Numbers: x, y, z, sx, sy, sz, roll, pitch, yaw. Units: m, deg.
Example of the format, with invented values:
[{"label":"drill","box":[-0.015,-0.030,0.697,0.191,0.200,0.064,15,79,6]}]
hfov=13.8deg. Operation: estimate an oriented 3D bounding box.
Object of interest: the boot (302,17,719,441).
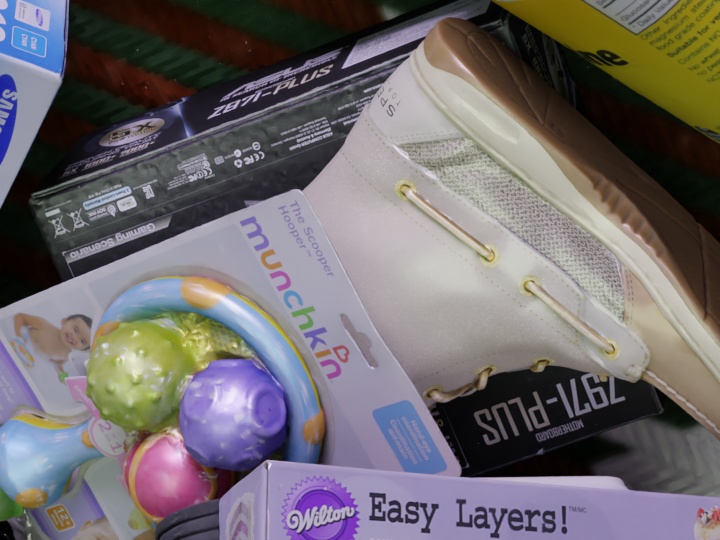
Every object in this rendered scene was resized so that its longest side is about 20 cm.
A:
[{"label":"boot","box":[0.051,0.029,1.064,0.200,0.072,0.155,44,111,-7]}]

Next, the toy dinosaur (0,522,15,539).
[{"label":"toy dinosaur","box":[-0.185,0.124,1.229,0.135,0.102,0.200,-31,124,31]}]

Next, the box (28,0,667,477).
[{"label":"box","box":[0.000,0.000,1.144,0.199,0.086,0.164,-20,104,15]}]

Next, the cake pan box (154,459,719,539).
[{"label":"cake pan box","box":[0.027,0.114,1.031,0.199,0.184,0.053,5,71,-16]}]

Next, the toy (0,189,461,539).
[{"label":"toy","box":[-0.073,0.056,1.055,0.200,0.047,0.115,-19,107,42]}]

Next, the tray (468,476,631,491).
[{"label":"tray","box":[0.071,0.106,1.130,0.107,0.200,0.022,-1,73,10]}]

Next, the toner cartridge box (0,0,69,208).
[{"label":"toner cartridge box","box":[-0.166,-0.031,1.131,0.043,0.095,0.200,18,126,-18]}]

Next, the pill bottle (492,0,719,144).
[{"label":"pill bottle","box":[0.101,-0.126,1.036,0.200,0.113,0.113,29,112,-29]}]

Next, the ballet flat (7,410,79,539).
[{"label":"ballet flat","box":[-0.094,0.111,1.171,0.072,0.072,0.201,-23,74,16]}]
